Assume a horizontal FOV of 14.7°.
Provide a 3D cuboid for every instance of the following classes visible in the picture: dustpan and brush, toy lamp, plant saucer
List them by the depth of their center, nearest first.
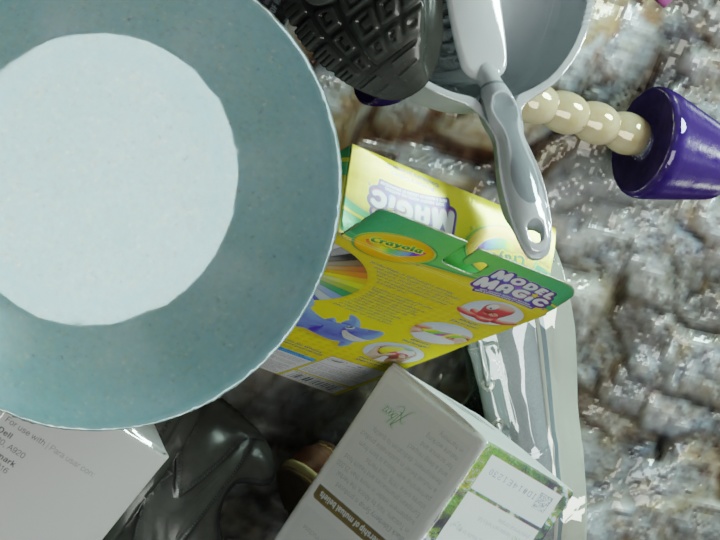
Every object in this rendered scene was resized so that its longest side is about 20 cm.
[{"bbox_3d":[-0.108,-0.035,1.156,0.200,0.039,0.202,-4,103,-16],"label":"plant saucer"},{"bbox_3d":[0.053,-0.094,1.237,0.139,0.057,0.201,-5,75,-20],"label":"dustpan and brush"},{"bbox_3d":[0.093,-0.076,1.335,0.199,0.058,0.058,17,108,-25],"label":"toy lamp"}]

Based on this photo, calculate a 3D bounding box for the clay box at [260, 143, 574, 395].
[{"bbox_3d":[0.000,0.000,1.263,0.114,0.200,0.048,21,64,-29],"label":"clay box"}]

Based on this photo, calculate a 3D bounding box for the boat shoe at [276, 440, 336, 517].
[{"bbox_3d":[0.029,0.151,1.418,0.068,0.072,0.200,-47,121,-15],"label":"boat shoe"}]

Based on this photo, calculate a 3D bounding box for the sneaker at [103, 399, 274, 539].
[{"bbox_3d":[-0.112,0.144,1.313,0.091,0.076,0.201,35,85,-17],"label":"sneaker"}]

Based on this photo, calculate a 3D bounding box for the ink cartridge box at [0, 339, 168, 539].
[{"bbox_3d":[-0.187,0.108,1.259,0.084,0.146,0.200,36,99,-25],"label":"ink cartridge box"}]

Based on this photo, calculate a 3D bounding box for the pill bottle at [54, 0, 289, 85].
[{"bbox_3d":[-0.126,-0.158,1.177,0.200,0.106,0.106,32,101,-31],"label":"pill bottle"}]

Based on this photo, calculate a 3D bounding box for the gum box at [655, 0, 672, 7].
[{"bbox_3d":[0.083,-0.199,1.182,0.066,0.200,0.113,-45,124,4],"label":"gum box"}]

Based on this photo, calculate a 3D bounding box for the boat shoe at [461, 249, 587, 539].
[{"bbox_3d":[0.072,0.078,1.402,0.071,0.070,0.202,-8,114,-6],"label":"boat shoe"}]

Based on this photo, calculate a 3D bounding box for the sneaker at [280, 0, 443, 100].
[{"bbox_3d":[0.008,-0.160,1.187,0.076,0.201,0.091,-28,151,31],"label":"sneaker"}]

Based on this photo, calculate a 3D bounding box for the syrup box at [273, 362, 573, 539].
[{"bbox_3d":[0.002,0.155,1.305,0.079,0.081,0.201,32,94,-46],"label":"syrup box"}]
